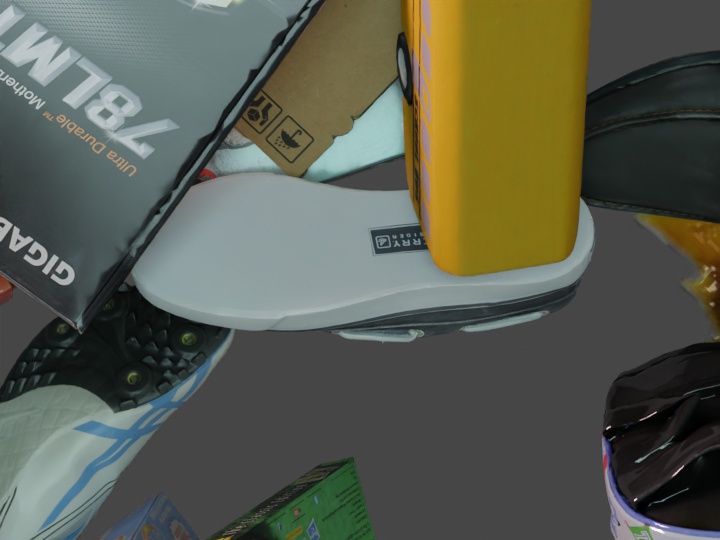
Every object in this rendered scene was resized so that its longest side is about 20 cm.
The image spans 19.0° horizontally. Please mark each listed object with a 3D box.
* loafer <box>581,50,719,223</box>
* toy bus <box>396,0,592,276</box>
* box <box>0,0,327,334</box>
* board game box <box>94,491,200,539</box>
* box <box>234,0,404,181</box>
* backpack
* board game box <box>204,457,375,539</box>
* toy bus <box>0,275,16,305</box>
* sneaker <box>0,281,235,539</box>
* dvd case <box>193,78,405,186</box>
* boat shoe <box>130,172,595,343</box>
[{"bbox_3d":[0.175,-0.047,0.902,0.199,0.073,0.073,-5,132,14],"label":"loafer"},{"bbox_3d":[0.051,-0.100,0.834,0.065,0.078,0.201,-7,131,-7],"label":"toy bus"},{"bbox_3d":[-0.132,-0.113,0.857,0.200,0.050,0.199,37,97,-5],"label":"box"},{"bbox_3d":[-0.161,0.179,0.907,0.200,0.151,0.037,-38,93,4],"label":"board game box"},{"bbox_3d":[-0.046,-0.159,0.886,0.200,0.021,0.163,43,114,-7],"label":"box"},{"bbox_3d":[0.195,0.099,0.884,0.189,0.200,0.155,0,110,6],"label":"backpack"},{"bbox_3d":[-0.035,0.153,0.880,0.023,0.200,0.105,-15,94,24],"label":"board game box"},{"bbox_3d":[-0.243,0.002,0.912,0.191,0.136,0.201,-32,86,-11],"label":"toy bus"},{"bbox_3d":[-0.132,0.080,0.949,0.200,0.073,0.072,-44,58,-7],"label":"sneaker"},{"bbox_3d":[-0.085,-0.091,0.948,0.199,0.022,0.147,-18,94,4],"label":"dvd case"},{"bbox_3d":[0.000,0.000,0.929,0.199,0.068,0.072,-6,61,-6],"label":"boat shoe"}]
